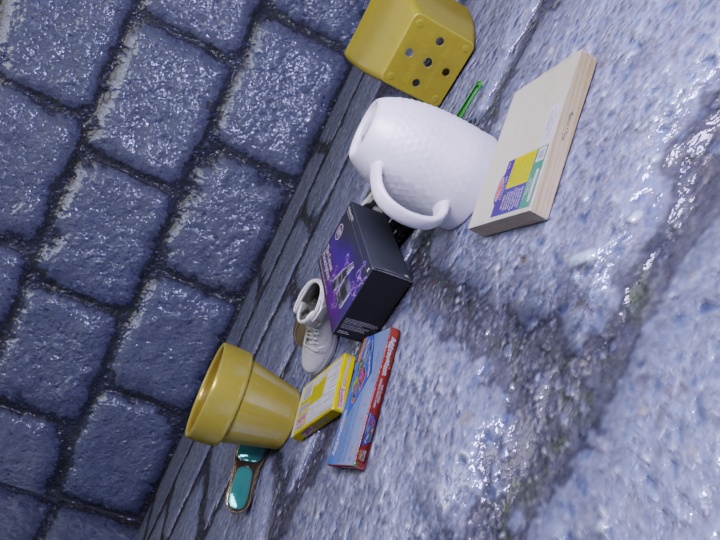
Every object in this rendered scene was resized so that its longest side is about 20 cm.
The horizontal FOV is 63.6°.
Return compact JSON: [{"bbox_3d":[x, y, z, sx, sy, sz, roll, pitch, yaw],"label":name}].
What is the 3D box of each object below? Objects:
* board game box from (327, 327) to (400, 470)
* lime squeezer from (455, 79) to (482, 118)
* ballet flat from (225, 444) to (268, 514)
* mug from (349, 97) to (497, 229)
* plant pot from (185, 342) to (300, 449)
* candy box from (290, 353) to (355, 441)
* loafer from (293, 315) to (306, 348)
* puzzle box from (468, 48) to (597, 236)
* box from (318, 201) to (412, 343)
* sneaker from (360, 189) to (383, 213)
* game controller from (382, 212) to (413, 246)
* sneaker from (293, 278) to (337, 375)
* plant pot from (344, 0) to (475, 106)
[{"bbox_3d":[0.005,0.187,0.847,0.103,0.019,0.201,-33,36,61],"label":"board game box"},{"bbox_3d":[0.129,-0.216,0.935,0.200,0.038,0.071,-43,-9,-11],"label":"lime squeezer"},{"bbox_3d":[-0.246,0.424,1.258,0.065,0.070,0.201,111,177,-57],"label":"ballet flat"},{"bbox_3d":[0.076,-0.140,0.801,0.148,0.174,0.201,-48,23,48],"label":"mug"},{"bbox_3d":[-0.234,0.275,1.198,0.201,0.188,0.201,-58,17,29],"label":"plant pot"},{"bbox_3d":[-0.069,0.227,1.022,0.200,0.026,0.103,-46,27,52],"label":"candy box"},{"bbox_3d":[-0.081,0.089,1.178,0.201,0.076,0.068,-59,10,25],"label":"loafer"},{"bbox_3d":[0.197,-0.142,0.680,0.201,0.025,0.133,-69,16,-11],"label":"puzzle box"},{"bbox_3d":[0.000,0.000,0.974,0.142,0.078,0.201,-56,28,26],"label":"box"},{"bbox_3d":[0.058,-0.165,1.109,0.200,0.077,0.089,-47,16,45],"label":"sneaker"},{"bbox_3d":[0.063,-0.080,1.038,0.200,0.042,0.105,-53,34,40],"label":"game controller"},{"bbox_3d":[-0.091,0.104,1.074,0.115,0.073,0.201,1,-71,-58],"label":"sneaker"},{"bbox_3d":[0.110,-0.436,1.135,0.200,0.199,0.177,-57,30,29],"label":"plant pot"}]
